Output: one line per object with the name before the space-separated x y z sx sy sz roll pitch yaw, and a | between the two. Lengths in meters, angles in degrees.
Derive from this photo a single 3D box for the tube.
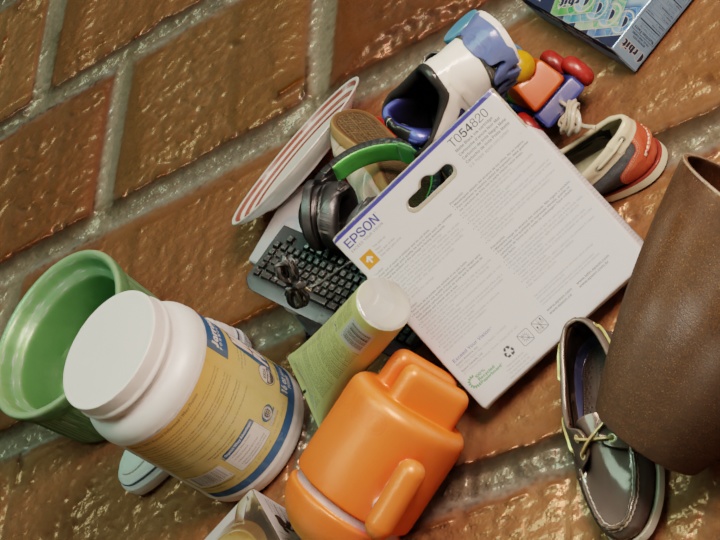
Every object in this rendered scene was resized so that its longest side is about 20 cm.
tube | -0.016 0.070 1.652 0.200 0.052 0.058 -51 19 54

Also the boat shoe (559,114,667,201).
boat shoe | 0.175 -0.075 1.667 0.200 0.063 0.071 -29 46 31

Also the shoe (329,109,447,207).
shoe | 0.031 -0.084 1.796 0.200 0.070 0.053 51 142 44

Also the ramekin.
ramekin | -0.294 0.088 2.018 0.200 0.098 0.200 -28 45 31

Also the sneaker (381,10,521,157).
sneaker | 0.074 -0.135 1.651 0.115 0.199 0.081 -31 61 -14

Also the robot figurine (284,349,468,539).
robot figurine | 0.011 0.168 1.610 0.144 0.117 0.200 38 99 32

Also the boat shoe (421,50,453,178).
boat shoe | 0.095 -0.134 1.793 0.067 0.057 0.200 -28 44 11

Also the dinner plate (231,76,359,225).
dinner plate | -0.061 -0.118 1.938 0.200 0.024 0.200 -49 10 12

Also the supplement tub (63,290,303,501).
supplement tub | -0.166 0.118 1.772 0.145 0.200 0.145 -27 45 31

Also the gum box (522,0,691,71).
gum box | 0.263 -0.302 1.760 0.200 0.045 0.170 -51 37 3

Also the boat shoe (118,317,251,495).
boat shoe | -0.195 0.132 1.903 0.200 0.067 0.074 -56 37 -1

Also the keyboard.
keyboard | 0.000 0.000 1.713 0.200 0.021 0.127 24 65 33

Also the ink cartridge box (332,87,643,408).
ink cartridge box | 0.113 -0.019 1.605 0.200 0.200 0.041 -43 -3 15

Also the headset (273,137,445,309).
headset | -0.008 -0.049 1.679 0.123 0.094 0.200 19 61 32

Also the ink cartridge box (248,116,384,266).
ink cartridge box | -0.008 -0.070 1.872 0.160 0.047 0.200 18 78 51

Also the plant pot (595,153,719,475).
plant pot | 0.267 0.046 1.403 0.200 0.187 0.187 -59 35 16

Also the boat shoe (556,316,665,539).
boat shoe | 0.194 0.126 1.494 0.072 0.060 0.200 -28 44 30

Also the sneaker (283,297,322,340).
sneaker | 0.030 0.025 1.753 0.200 0.088 0.074 -4 52 18

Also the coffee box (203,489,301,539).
coffee box | -0.073 0.302 1.630 0.113 0.080 0.200 -47 38 8

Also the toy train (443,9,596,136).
toy train | 0.146 -0.180 1.691 0.085 0.116 0.200 -50 15 2
